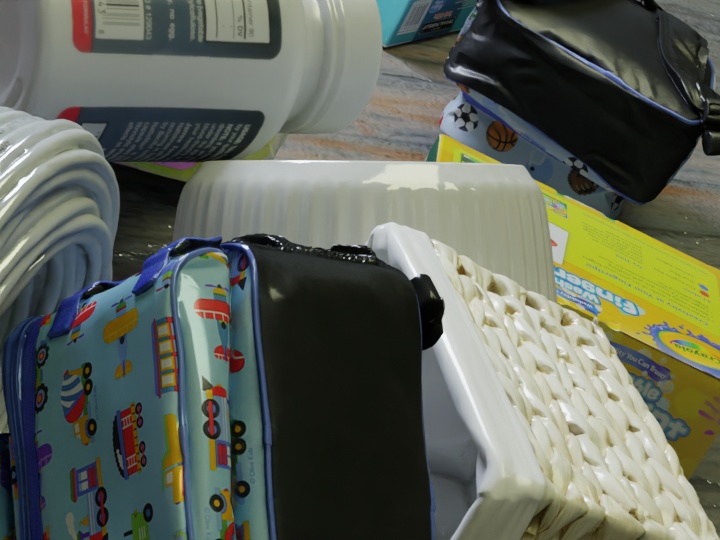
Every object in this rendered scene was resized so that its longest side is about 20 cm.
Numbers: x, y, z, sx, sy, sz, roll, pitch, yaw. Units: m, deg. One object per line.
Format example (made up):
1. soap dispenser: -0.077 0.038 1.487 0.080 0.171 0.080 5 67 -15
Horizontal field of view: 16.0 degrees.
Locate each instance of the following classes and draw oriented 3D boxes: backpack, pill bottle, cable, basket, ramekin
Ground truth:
1. backpack: -0.071 0.091 0.956 0.135 0.200 0.183 11 69 -39
2. pill bottle: -0.096 -0.112 1.256 0.200 0.120 0.120 -1 36 -36
3. backpack: 0.154 -0.129 1.744 0.200 0.154 0.191 38 30 1
4. cable: -0.162 0.028 0.998 0.069 0.200 0.200 26 35 10
5. basket: 0.048 0.096 1.064 0.123 0.136 0.200 22 23 -25
6. ramekin: 0.000 0.000 1.243 0.200 0.105 0.200 0 1 0

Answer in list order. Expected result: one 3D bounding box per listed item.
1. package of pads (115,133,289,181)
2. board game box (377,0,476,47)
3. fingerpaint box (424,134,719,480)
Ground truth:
1. package of pads: -0.134 -0.115 1.437 0.154 0.068 0.200 38 9 19
2. board game box: -0.015 -0.246 1.923 0.200 0.047 0.151 36 24 17
3. fingerpaint box: 0.115 0.020 1.489 0.200 0.073 0.167 25 22 -7
